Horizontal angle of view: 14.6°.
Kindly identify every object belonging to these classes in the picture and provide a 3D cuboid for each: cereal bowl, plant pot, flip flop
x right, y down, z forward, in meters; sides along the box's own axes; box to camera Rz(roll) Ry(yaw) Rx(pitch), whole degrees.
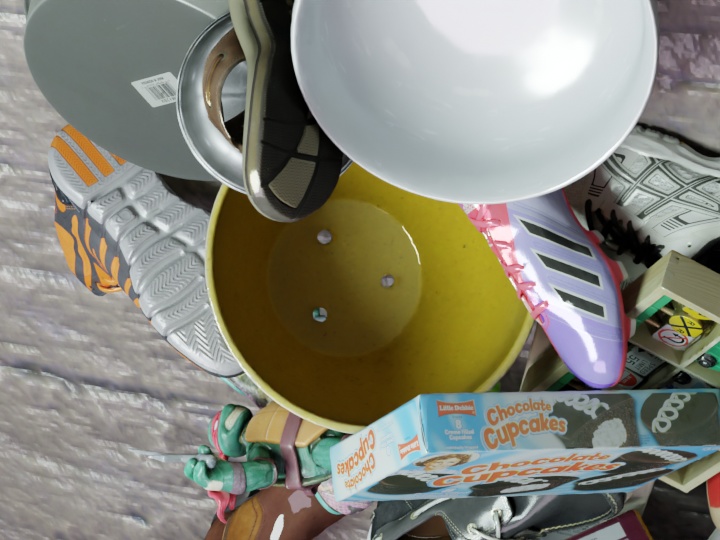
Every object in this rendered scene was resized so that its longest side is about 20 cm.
[{"bbox_3d":[0.064,-0.139,1.507,0.199,0.084,0.201,4,127,6],"label":"cereal bowl"},{"bbox_3d":[0.000,0.000,1.688,0.199,0.201,0.142,26,173,-5],"label":"plant pot"},{"bbox_3d":[-0.058,-0.107,1.543,0.057,0.201,0.081,-27,144,21],"label":"flip flop"}]

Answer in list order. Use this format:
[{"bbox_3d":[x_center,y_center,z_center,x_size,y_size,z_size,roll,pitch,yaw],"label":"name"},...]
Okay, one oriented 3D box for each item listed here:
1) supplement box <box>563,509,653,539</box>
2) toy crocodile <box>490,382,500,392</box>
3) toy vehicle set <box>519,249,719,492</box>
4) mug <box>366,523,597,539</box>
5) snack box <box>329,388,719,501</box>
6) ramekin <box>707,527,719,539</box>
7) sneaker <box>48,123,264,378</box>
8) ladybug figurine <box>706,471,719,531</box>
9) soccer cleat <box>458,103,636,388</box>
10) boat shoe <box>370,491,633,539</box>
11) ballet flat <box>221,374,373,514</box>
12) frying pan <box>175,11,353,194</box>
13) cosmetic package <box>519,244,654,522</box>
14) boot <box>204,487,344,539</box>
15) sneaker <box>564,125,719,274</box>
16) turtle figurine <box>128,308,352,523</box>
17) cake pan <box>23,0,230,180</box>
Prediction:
[{"bbox_3d":[0.164,0.266,1.828,0.110,0.086,0.201,-22,132,-3],"label":"supplement box"},{"bbox_3d":[0.047,0.085,1.873,0.067,0.062,0.200,25,141,-4],"label":"toy crocodile"},{"bbox_3d":[0.186,0.062,1.640,0.124,0.027,0.200,27,151,-9],"label":"toy vehicle set"},{"bbox_3d":[0.099,0.215,1.935,0.199,0.148,0.176,21,135,3],"label":"mug"},{"bbox_3d":[0.096,0.100,1.602,0.199,0.037,0.116,0,162,-27],"label":"snack box"},{"bbox_3d":[0.299,0.202,1.773,0.202,0.203,0.094,-13,120,40],"label":"ramekin"},{"bbox_3d":[-0.129,-0.001,1.801,0.200,0.077,0.112,54,160,18],"label":"sneaker"},{"bbox_3d":[0.278,0.104,1.713,0.072,0.135,0.200,61,150,2],"label":"ladybug figurine"},{"bbox_3d":[0.092,-0.023,1.586,0.076,0.201,0.067,-11,164,-26],"label":"soccer cleat"},{"bbox_3d":[0.089,0.161,1.810,0.199,0.068,0.072,-13,129,38],"label":"boat shoe"},{"bbox_3d":[-0.048,0.071,1.869,0.071,0.069,0.200,-46,76,23],"label":"ballet flat"},{"bbox_3d":[-0.021,-0.072,1.604,0.190,0.115,0.031,44,167,1],"label":"frying pan"},{"bbox_3d":[0.154,0.074,1.779,0.103,0.073,0.200,17,144,7],"label":"cosmetic package"},{"bbox_3d":[-0.075,0.224,1.995,0.068,0.201,0.188,41,142,-25],"label":"boot"},{"bbox_3d":[0.177,-0.027,1.617,0.199,0.088,0.076,6,145,24],"label":"sneaker"},{"bbox_3d":[-0.039,0.094,1.789,0.199,0.150,0.101,0,143,29],"label":"turtle figurine"},{"bbox_3d":[-0.117,-0.124,1.693,0.199,0.037,0.201,15,145,10],"label":"cake pan"}]
